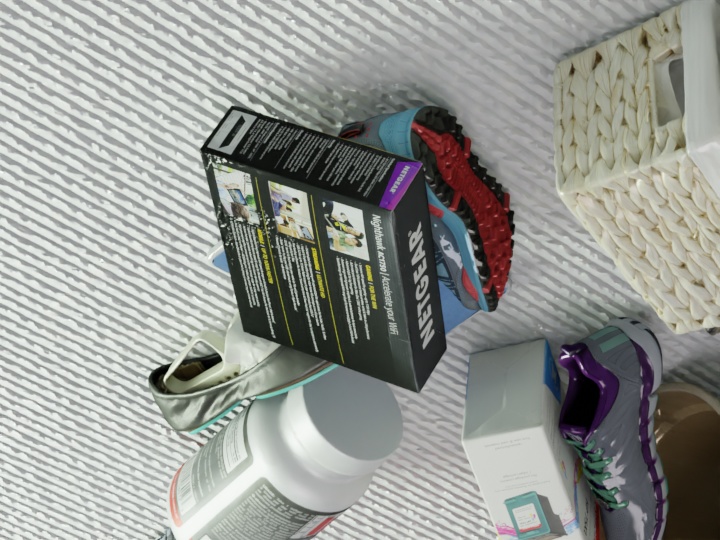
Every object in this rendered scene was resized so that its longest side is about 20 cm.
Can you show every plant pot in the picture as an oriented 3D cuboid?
[{"bbox_3d":[0.313,0.201,1.789,0.183,0.201,0.200,11,142,-31],"label":"plant pot"}]

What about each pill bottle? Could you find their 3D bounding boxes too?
[{"bbox_3d":[-0.060,0.157,1.774,0.116,0.116,0.200,23,137,-26],"label":"pill bottle"}]

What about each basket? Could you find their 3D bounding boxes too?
[{"bbox_3d":[0.223,-0.062,1.482,0.123,0.136,0.200,-20,137,26],"label":"basket"}]

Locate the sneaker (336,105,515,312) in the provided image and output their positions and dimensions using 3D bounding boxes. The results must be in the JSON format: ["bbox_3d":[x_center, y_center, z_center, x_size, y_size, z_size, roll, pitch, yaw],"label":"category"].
[{"bbox_3d":[0.045,-0.046,1.569,0.095,0.079,0.200,0,141,29],"label":"sneaker"}]

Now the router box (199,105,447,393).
[{"bbox_3d":[-0.023,-0.012,1.544,0.149,0.051,0.200,19,145,22],"label":"router box"}]

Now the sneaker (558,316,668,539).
[{"bbox_3d":[0.183,0.138,1.711,0.087,0.074,0.200,-16,109,-35],"label":"sneaker"}]

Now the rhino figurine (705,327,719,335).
[{"bbox_3d":[0.321,0.003,1.621,0.200,0.060,0.088,-13,121,17],"label":"rhino figurine"}]

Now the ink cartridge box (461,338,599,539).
[{"bbox_3d":[0.141,0.169,1.745,0.067,0.116,0.200,-13,122,15],"label":"ink cartridge box"}]

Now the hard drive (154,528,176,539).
[{"bbox_3d":[-0.139,0.309,2.031,0.200,0.038,0.140,32,131,-33],"label":"hard drive"}]

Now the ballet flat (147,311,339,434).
[{"bbox_3d":[-0.091,0.070,1.703,0.200,0.068,0.068,-28,113,35],"label":"ballet flat"}]

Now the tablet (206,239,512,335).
[{"bbox_3d":[0.000,0.000,1.658,0.200,0.014,0.130,28,134,-29],"label":"tablet"}]
